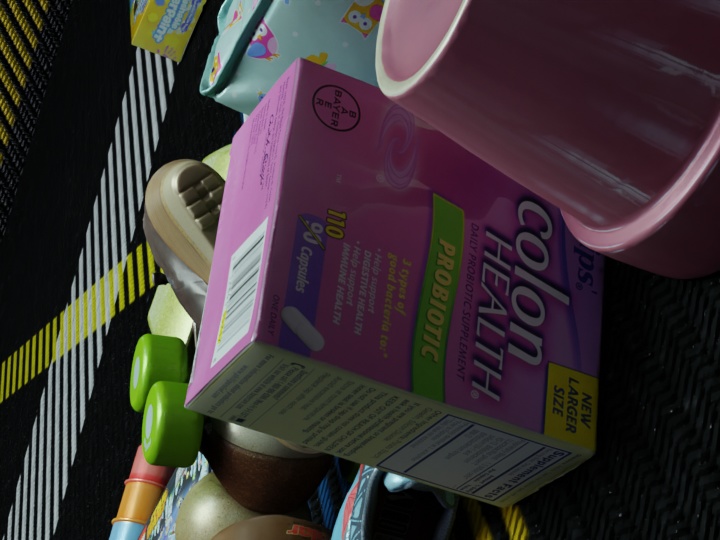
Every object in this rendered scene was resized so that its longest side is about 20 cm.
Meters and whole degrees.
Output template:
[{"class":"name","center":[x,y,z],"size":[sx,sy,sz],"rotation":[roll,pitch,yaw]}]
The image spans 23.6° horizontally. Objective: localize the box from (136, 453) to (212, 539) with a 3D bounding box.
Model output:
[{"class":"box","center":[-0.143,0.226,1.429],"size":[0.137,0.040,0.200],"rotation":[-91,24,-47]}]

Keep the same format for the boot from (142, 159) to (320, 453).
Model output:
[{"class":"boot","center":[-0.076,0.025,1.090],"size":[0.200,0.072,0.166],"rotation":[63,166,2]}]

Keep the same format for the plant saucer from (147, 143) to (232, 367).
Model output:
[{"class":"plant saucer","center":[-0.117,-0.014,1.450],"size":[0.200,0.048,0.200],"rotation":[16,-88,-80]}]

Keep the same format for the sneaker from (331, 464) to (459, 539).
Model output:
[{"class":"sneaker","center":[0.037,0.107,1.002],"size":[0.096,0.079,0.200],"rotation":[175,103,-77]}]

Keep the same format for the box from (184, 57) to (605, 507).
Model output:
[{"class":"box","center":[0.025,0.010,0.939],"size":[0.097,0.200,0.176],"rotation":[-42,33,53]}]

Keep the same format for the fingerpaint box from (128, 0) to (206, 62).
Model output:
[{"class":"fingerpaint box","center":[-0.232,-0.396,2.229],"size":[0.200,0.073,0.167],"rotation":[-62,21,24]}]

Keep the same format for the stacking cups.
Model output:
[{"class":"stacking cups","center":[-0.204,0.254,1.570],"size":[0.060,0.060,0.200],"rotation":[-33,38,61]}]

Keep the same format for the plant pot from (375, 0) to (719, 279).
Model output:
[{"class":"plant pot","center":[0.113,-0.114,0.849],"size":[0.200,0.179,0.200],"rotation":[-54,26,42]}]

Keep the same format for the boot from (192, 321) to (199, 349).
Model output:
[{"class":"boot","center":[-0.096,0.064,1.298],"size":[0.146,0.070,0.200],"rotation":[10,-107,-87]}]

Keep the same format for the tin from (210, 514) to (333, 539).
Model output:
[{"class":"tin","center":[-0.073,0.235,1.128],"size":[0.200,0.112,0.042],"rotation":[-57,23,33]}]

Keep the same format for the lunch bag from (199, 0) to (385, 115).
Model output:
[{"class":"lunch bag","center":[0.010,-0.179,1.156],"size":[0.200,0.170,0.122],"rotation":[-54,18,36]}]

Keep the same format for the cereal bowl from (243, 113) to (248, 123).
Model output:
[{"class":"cereal bowl","center":[-0.033,-0.040,1.273],"size":[0.200,0.083,0.200],"rotation":[172,90,-89]}]

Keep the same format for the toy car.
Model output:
[{"class":"toy car","center":[-0.080,0.161,1.177],"size":[0.158,0.164,0.200],"rotation":[-123,43,-67]}]
